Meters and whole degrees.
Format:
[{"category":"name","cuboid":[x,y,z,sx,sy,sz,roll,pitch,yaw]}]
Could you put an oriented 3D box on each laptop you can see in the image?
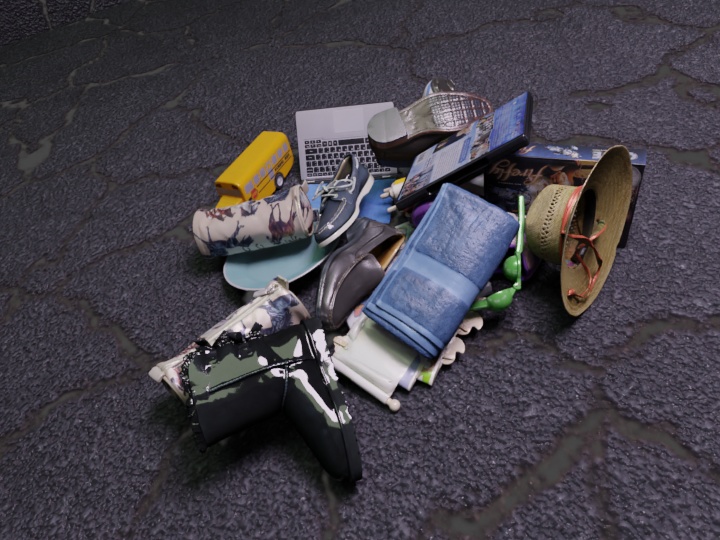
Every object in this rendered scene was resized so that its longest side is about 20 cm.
[{"category":"laptop","cuboid":[-0.034,-0.183,0.890,0.184,0.204,0.116,-1,12,13]}]

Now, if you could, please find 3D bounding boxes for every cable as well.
[{"category":"cable","cuboid":[0.126,-0.139,0.791,0.198,0.051,0.098,-28,35,15]}]

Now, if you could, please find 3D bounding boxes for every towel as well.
[{"category":"towel","cuboid":[0.098,-0.003,0.623,0.111,0.049,0.201,31,81,25]}]

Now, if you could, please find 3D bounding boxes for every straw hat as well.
[{"category":"straw hat","cuboid":[0.248,-0.054,0.626,0.084,0.203,0.201,22,54,41]}]

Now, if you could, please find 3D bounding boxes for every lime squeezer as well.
[{"category":"lime squeezer","cuboid":[0.170,0.004,0.643,0.070,0.038,0.201,34,84,31]}]

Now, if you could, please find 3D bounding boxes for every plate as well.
[{"category":"plate","cuboid":[-0.118,-0.030,0.804,0.197,0.026,0.202,-15,36,11]}]

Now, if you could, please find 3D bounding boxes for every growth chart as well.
[{"category":"growth chart","cuboid":[0.059,0.076,0.647,0.144,0.018,0.200,35,68,24]}]

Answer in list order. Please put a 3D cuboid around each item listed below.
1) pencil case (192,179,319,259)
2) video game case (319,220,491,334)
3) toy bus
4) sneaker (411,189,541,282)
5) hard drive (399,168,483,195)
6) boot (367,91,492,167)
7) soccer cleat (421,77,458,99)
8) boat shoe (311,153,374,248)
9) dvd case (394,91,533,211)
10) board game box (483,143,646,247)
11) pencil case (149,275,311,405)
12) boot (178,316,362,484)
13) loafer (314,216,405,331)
[{"category":"pencil case","cuboid":[-0.166,-0.075,0.798,0.197,0.078,0.090,-11,46,16]},{"category":"video game case","cuboid":[0.056,0.006,0.739,0.197,0.024,0.183,-22,45,-7]},{"category":"toy bus","cuboid":[-0.197,-0.163,0.934,0.064,0.079,0.201,11,50,25]},{"category":"sneaker","cuboid":[0.159,-0.043,0.701,0.197,0.081,0.089,20,57,11]},{"category":"hard drive","cuboid":[0.184,-0.194,0.901,0.198,0.027,0.132,23,56,32]},{"category":"boot","cuboid":[0.107,-0.222,0.825,0.196,0.097,0.076,-11,73,-2]},{"category":"soccer cleat","cuboid":[0.153,-0.239,0.897,0.069,0.087,0.203,-1,62,-24]},{"category":"boat shoe","cuboid":[-0.032,-0.111,0.776,0.074,0.062,0.201,-19,30,37]},{"category":"dvd case","cuboid":[0.143,-0.164,0.715,0.198,0.018,0.144,-24,27,35]},{"category":"board game box","cuboid":[0.271,-0.106,0.713,0.197,0.137,0.035,10,48,24]},{"category":"pencil case","cuboid":[-0.159,0.093,0.652,0.199,0.090,0.077,-38,34,-21]},{"category":"boot","cuboid":[-0.099,0.150,0.555,0.160,0.074,0.201,-14,67,-17]},{"category":"loafer","cuboid":[0.000,0.000,0.691,0.071,0.073,0.202,8,49,22]}]
